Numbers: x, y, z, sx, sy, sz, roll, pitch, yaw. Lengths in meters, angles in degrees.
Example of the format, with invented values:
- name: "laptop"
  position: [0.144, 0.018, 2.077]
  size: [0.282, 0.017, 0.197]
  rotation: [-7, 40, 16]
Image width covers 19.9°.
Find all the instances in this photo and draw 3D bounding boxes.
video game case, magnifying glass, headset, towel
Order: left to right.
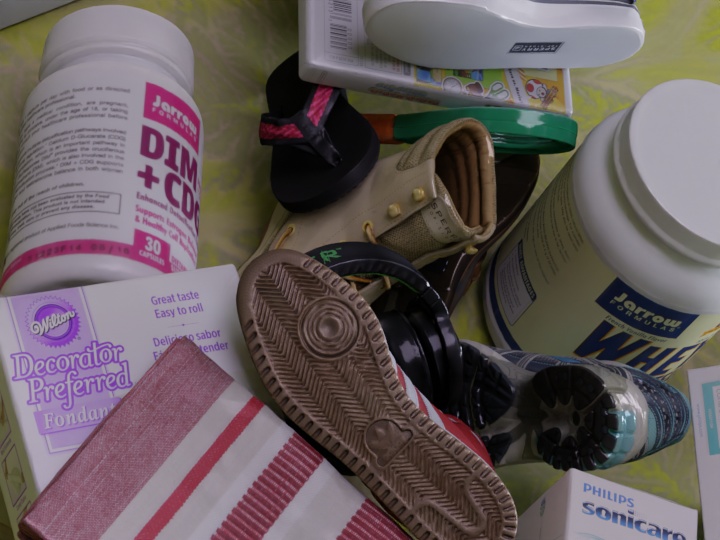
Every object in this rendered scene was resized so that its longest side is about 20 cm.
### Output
- name: "towel"
  position: [-0.056, 0.143, 1.021]
  size: [0.200, 0.023, 0.144]
  rotation: [42, 53, -1]
- name: "headset"
  position: [0.001, 0.064, 1.184]
  size: [0.123, 0.201, 0.094]
  rotation: [-36, 35, -4]
- name: "magnifying glass"
  position: [0.045, -0.091, 1.317]
  size: [0.079, 0.198, 0.023]
  rotation: [15, 79, -61]
- name: "video game case"
  position: [0.046, -0.195, 1.329]
  size: [0.180, 0.023, 0.202]
  rotation: [9, 60, -18]

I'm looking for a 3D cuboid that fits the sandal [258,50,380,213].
- name: "sandal"
  position: [-0.037, -0.100, 1.298]
  size: [0.045, 0.075, 0.200]
  rotation: [53, 11, -31]

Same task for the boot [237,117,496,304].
- name: "boot"
  position: [0.000, 0.000, 1.231]
  size: [0.073, 0.155, 0.201]
  rotation: [48, 44, -25]

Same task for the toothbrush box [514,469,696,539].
- name: "toothbrush box"
  position: [0.112, 0.236, 1.132]
  size: [0.085, 0.147, 0.201]
  rotation: [19, 52, -14]

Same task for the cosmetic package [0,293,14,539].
- name: "cosmetic package"
  position: [-0.144, 0.113, 1.133]
  size: [0.199, 0.087, 0.104]
  rotation: [30, 55, -6]

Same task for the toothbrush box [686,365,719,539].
- name: "toothbrush box"
  position: [0.259, 0.162, 1.224]
  size: [0.085, 0.200, 0.147]
  rotation: [-10, 57, 14]

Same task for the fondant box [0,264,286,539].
- name: "fondant box"
  position: [-0.109, 0.105, 1.064]
  size: [0.143, 0.058, 0.201]
  rotation: [-8, 66, -28]

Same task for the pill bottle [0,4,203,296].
- name: "pill bottle"
  position: [-0.151, -0.052, 1.221]
  size: [0.112, 0.114, 0.201]
  rotation: [12, 55, -18]

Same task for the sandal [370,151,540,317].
- name: "sandal"
  position: [0.052, -0.006, 1.327]
  size: [0.081, 0.055, 0.201]
  rotation: [18, 64, 18]

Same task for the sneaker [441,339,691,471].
- name: "sneaker"
  position: [0.116, 0.086, 1.230]
  size: [0.086, 0.199, 0.078]
  rotation: [1, 95, -34]

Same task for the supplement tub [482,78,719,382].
- name: "supplement tub"
  position: [0.178, -0.014, 1.299]
  size: [0.144, 0.200, 0.146]
  rotation: [12, 55, -18]

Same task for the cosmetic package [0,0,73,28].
- name: "cosmetic package"
  position: [-0.245, -0.199, 1.312]
  size: [0.199, 0.051, 0.083]
  rotation: [-29, 76, -36]

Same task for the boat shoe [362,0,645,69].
- name: "boat shoe"
  position: [0.086, -0.171, 1.275]
  size: [0.198, 0.072, 0.068]
  rotation: [-1, 65, -26]

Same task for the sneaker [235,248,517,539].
- name: "sneaker"
  position: [0.007, 0.075, 1.108]
  size: [0.071, 0.112, 0.200]
  rotation: [-39, 87, -1]
